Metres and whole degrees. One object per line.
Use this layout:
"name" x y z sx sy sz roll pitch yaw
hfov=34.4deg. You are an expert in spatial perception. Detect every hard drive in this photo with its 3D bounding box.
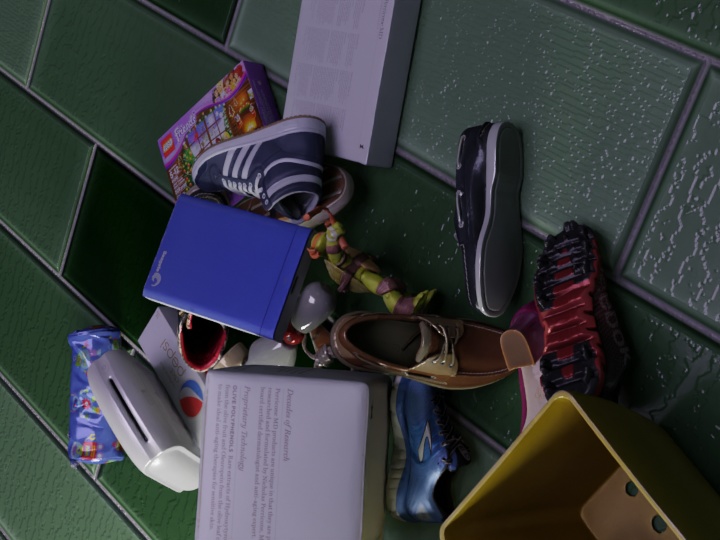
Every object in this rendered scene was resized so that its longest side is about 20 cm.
"hard drive" -0.154 -0.006 1.360 0.198 0.025 0.134 15 81 30

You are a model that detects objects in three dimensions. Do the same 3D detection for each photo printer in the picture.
"photo printer" -0.271 0.193 1.489 0.069 0.200 0.167 -34 70 -4

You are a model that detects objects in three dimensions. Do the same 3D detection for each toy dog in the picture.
"toy dog" -0.083 0.086 1.394 0.198 0.096 0.133 -25 101 29

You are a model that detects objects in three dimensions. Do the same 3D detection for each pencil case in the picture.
"pencil case" -0.384 0.180 1.676 0.085 0.078 0.204 -3 86 20

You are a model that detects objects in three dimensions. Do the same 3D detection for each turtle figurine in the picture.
"turtle figurine" 0.000 0.000 1.270 0.160 0.200 0.065 34 85 14

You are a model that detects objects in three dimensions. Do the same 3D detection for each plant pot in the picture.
"plant pot" 0.228 0.241 1.041 0.201 0.175 0.201 -54 57 27

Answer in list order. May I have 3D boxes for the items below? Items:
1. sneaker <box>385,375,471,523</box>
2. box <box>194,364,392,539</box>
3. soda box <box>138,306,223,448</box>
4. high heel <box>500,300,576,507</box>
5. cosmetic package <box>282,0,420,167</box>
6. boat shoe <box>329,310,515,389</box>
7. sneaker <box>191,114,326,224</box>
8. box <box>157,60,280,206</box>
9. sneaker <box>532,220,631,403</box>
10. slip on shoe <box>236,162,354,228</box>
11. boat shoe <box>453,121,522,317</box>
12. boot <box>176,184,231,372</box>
"sneaker" 0.083 0.177 1.256 0.088 0.078 0.204 7 101 32
"box" -0.063 0.204 1.214 0.168 0.199 0.204 2 87 8
"soda box" -0.214 0.141 1.530 0.201 0.063 0.068 53 123 29
"high heel" 0.196 0.132 1.173 0.067 0.096 0.203 -5 106 32
"cosmetic package" -0.014 -0.234 1.356 0.150 0.051 0.204 19 103 43
"boat shoe" 0.067 0.081 1.188 0.074 0.196 0.077 126 147 -81
"sneaker" -0.122 -0.100 1.359 0.198 0.070 0.110 -18 67 34
"box" -0.181 -0.160 1.518 0.199 0.039 0.139 -35 66 37
"sneaker" 0.216 0.052 1.125 0.070 0.098 0.203 -20 53 34
"slip on shoe" -0.074 -0.071 1.405 0.198 0.060 0.077 -24 56 37
"boat shoe" 0.129 -0.053 1.211 0.060 0.075 0.204 -1 77 42
"boot" -0.195 0.011 1.449 0.151 0.072 0.202 -103 23 -55
